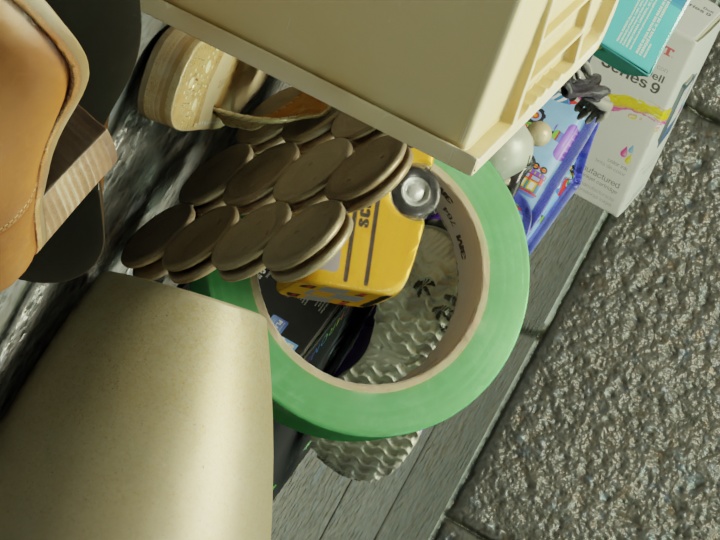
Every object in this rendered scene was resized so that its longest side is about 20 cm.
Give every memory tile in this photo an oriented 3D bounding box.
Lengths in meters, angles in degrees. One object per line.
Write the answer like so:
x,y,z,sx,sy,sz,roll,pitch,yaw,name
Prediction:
-0.036,-0.047,1.322,0.153,0.017,0.200,-48,-155,-24,memory tile

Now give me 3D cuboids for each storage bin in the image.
0.010,-0.157,1.129,0.199,0.200,0.094,-44,157,-59,storage bin

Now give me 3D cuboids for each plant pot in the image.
-0.120,0.109,1.326,0.187,0.187,0.200,46,59,-79,plant pot

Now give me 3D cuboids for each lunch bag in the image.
0.053,-0.051,1.748,0.200,0.150,0.094,-56,168,-30,lunch bag

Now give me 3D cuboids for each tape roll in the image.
0.000,0.000,1.483,0.201,0.200,0.048,-59,-170,-16,tape roll

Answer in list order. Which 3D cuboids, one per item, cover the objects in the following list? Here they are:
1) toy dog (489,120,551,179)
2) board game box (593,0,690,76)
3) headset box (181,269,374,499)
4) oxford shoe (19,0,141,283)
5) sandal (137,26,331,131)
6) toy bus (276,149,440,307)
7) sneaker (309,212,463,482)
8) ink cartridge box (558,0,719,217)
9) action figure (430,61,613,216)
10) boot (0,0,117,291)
0.089,-0.164,1.550,0.132,0.096,0.200,-130,-152,-74,toy dog
0.116,-0.228,1.458,0.151,0.200,0.047,-61,-166,-2,board game box
-0.059,0.051,1.633,0.174,0.093,0.200,-53,167,-37,headset box
-0.132,-0.089,1.050,0.200,0.071,0.071,105,-13,-45,oxford shoe
-0.049,-0.099,1.336,0.212,0.070,0.078,-30,141,-71,sandal
0.005,-0.082,1.437,0.065,0.078,0.201,152,-54,-74,toy bus
0.035,0.045,1.615,0.200,0.069,0.100,-65,171,29,sneaker
0.218,-0.173,2.244,0.088,0.145,0.200,-44,161,-54,ink cartridge box
0.098,-0.120,1.658,0.102,0.119,0.200,-11,124,-62,action figure
-0.177,-0.039,0.931,0.155,0.077,0.200,-45,160,-14,boot
